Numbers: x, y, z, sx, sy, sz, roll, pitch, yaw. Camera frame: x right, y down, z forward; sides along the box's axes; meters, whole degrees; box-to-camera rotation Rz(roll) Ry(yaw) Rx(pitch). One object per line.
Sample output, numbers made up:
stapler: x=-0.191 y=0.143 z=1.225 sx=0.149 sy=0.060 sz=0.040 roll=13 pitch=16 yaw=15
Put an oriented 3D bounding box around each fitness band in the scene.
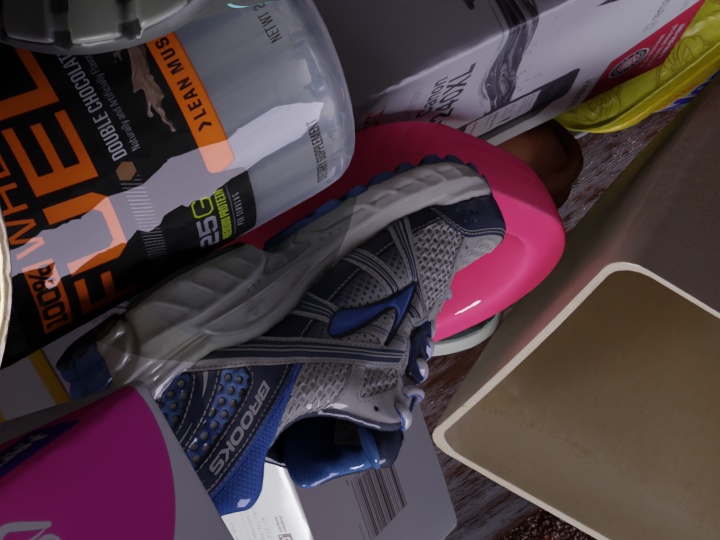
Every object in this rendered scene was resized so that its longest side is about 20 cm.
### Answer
fitness band: x=0.000 y=0.000 z=1.059 sx=0.144 sy=0.037 sz=0.200 roll=-37 pitch=158 yaw=17

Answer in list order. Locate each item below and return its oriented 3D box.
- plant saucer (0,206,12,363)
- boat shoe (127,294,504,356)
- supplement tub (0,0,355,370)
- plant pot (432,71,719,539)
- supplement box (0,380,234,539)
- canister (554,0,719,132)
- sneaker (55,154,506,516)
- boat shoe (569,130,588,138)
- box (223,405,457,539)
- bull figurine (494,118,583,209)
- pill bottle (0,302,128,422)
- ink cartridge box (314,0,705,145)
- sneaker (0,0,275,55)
plant saucer: x=-0.196 y=-0.002 z=0.746 sx=0.200 sy=0.200 sz=0.035 roll=-34 pitch=-150 yaw=9
boat shoe: x=-0.033 y=0.010 z=1.219 sx=0.200 sy=0.076 sz=0.060 roll=-13 pitch=156 yaw=-4
supplement tub: x=-0.113 y=-0.038 z=0.848 sx=0.200 sy=0.123 sz=0.123 roll=-30 pitch=168 yaw=-12
plant pot: x=0.180 y=0.018 z=1.195 sx=0.200 sy=0.200 sz=0.177 roll=-49 pitch=-167 yaw=56
supplement box: x=-0.129 y=0.115 z=0.855 sx=0.101 sy=0.103 sz=0.200 roll=-36 pitch=-168 yaw=-39
canister: x=0.167 y=-0.134 z=1.273 sx=0.149 sy=0.087 sz=0.200 roll=-39 pitch=168 yaw=27
sneaker: x=-0.012 y=0.027 z=0.902 sx=0.200 sy=0.085 sz=0.077 roll=-28 pitch=177 yaw=-46
boat shoe: x=0.022 y=-0.039 z=1.276 sx=0.202 sy=0.086 sz=0.075 roll=-26 pitch=166 yaw=-18
box: x=-0.077 y=0.112 z=1.275 sx=0.200 sy=0.098 sz=0.124 roll=-10 pitch=-163 yaw=30
bull figurine: x=-0.008 y=-0.028 z=1.159 sx=0.200 sy=0.121 sz=0.065 roll=-15 pitch=122 yaw=-9
pill bottle: x=-0.125 y=0.051 z=0.985 sx=0.113 sy=0.200 sz=0.113 roll=-31 pitch=168 yaw=-7
ink cartridge box: x=0.037 y=-0.101 z=1.065 sx=0.200 sy=0.083 sz=0.145 roll=-27 pitch=167 yaw=-19
sneaker: x=-0.036 y=-0.101 z=0.776 sx=0.200 sy=0.076 sz=0.079 roll=-3 pitch=-177 yaw=13
